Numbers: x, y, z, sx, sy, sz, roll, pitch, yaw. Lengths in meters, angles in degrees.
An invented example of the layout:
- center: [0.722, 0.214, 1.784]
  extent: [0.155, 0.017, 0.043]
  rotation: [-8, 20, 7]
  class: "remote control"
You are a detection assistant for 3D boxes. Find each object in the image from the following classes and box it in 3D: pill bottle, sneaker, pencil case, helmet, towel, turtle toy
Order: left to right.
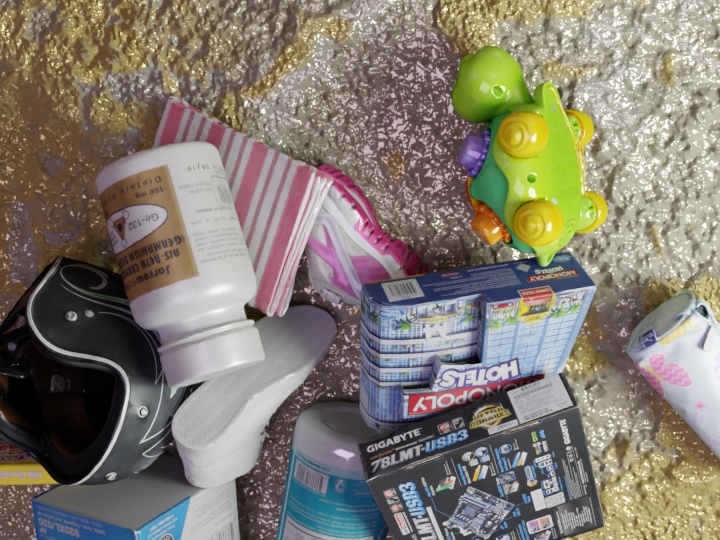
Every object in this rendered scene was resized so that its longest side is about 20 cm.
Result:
- center: [-0.254, 0.099, 1.040]
  extent: [0.191, 0.200, 0.200]
  rotation: [39, 107, -15]
  class: "helmet"
- center: [-0.155, -0.004, 0.977]
  extent: [0.114, 0.114, 0.201]
  rotation: [-18, 84, 13]
  class: "pill bottle"
- center: [-0.128, -0.062, 1.039]
  extent: [0.200, 0.030, 0.147]
  rotation: [29, 108, 26]
  class: "towel"
- center: [-0.104, 0.125, 1.075]
  extent: [0.074, 0.200, 0.116]
  rotation: [38, 150, 21]
  class: "sneaker"
- center: [-0.025, 0.240, 1.089]
  extent: [0.110, 0.111, 0.201]
  rotation: [12, 107, 5]
  class: "pill bottle"
- center: [0.000, 0.000, 1.043]
  extent: [0.088, 0.081, 0.200]
  rotation: [-39, 88, 17]
  class: "sneaker"
- center: [0.139, -0.101, 0.971]
  extent: [0.101, 0.146, 0.201]
  rotation: [-10, 92, 34]
  class: "turtle toy"
- center: [0.337, 0.112, 1.014]
  extent: [0.200, 0.083, 0.091]
  rotation: [49, 128, -6]
  class: "pencil case"

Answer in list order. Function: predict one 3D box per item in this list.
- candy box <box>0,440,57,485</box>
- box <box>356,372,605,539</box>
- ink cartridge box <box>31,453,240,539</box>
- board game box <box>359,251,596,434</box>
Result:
- center: [-0.364, 0.191, 1.131]
  extent: [0.199, 0.102, 0.027]
  rotation: [-3, 105, 9]
  class: "candy box"
- center: [0.117, 0.202, 1.025]
  extent: [0.198, 0.050, 0.200]
  rotation: [-19, 133, 3]
  class: "box"
- center: [-0.216, 0.305, 1.096]
  extent: [0.144, 0.147, 0.201]
  rotation: [6, 106, 31]
  class: "ink cartridge box"
- center: [0.102, 0.094, 1.007]
  extent: [0.199, 0.062, 0.200]
  rotation: [-9, 125, -12]
  class: "board game box"
